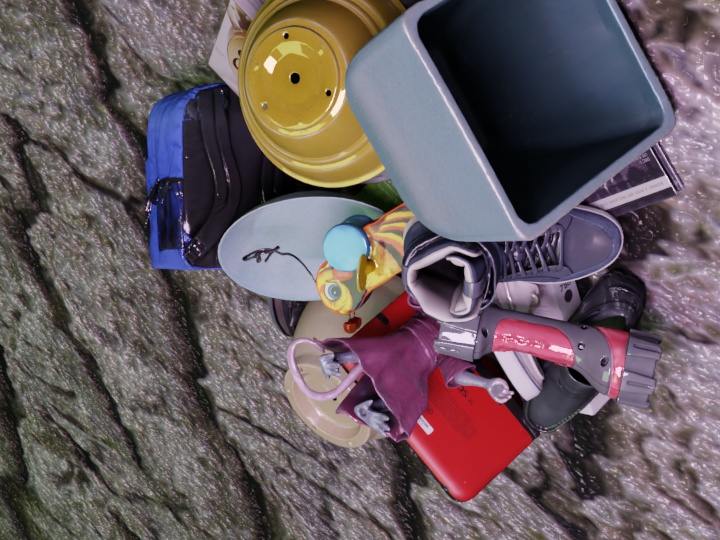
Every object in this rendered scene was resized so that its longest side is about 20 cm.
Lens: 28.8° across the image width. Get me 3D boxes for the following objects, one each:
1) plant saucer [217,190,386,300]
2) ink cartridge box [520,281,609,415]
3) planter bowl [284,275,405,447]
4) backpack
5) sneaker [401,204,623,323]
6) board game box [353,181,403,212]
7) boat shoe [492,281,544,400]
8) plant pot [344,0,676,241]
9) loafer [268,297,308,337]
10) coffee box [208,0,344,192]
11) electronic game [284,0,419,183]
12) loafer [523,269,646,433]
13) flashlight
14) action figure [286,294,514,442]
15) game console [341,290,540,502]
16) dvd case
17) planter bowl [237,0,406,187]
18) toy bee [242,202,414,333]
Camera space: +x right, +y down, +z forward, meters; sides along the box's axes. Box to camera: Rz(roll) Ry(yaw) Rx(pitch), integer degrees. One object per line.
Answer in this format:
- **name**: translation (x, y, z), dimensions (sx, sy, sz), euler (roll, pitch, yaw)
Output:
- **plant saucer**: translation (-0.051, -0.034, 1.472), dimensions (0.202, 0.198, 0.039), euler (116, 155, -55)
- **ink cartridge box**: translation (0.180, 0.048, 1.406), dimensions (0.099, 0.039, 0.202), euler (10, 129, 47)
- **planter bowl**: translation (-0.003, 0.113, 1.588), dimensions (0.199, 0.135, 0.202), euler (26, 140, 24)
- **backpack**: translation (-0.168, -0.105, 1.560), dimensions (0.167, 0.161, 0.203), euler (2, 95, 51)
- **sneaker**: translation (0.132, -0.006, 1.219), dimensions (0.199, 0.146, 0.078), euler (-3, 106, 7)
- **board game box**: translation (0.058, -0.072, 1.458), dimensions (0.096, 0.030, 0.200), euler (52, 151, 1)
- **boat shoe**: translation (0.138, 0.022, 1.329), dimensions (0.072, 0.065, 0.202), euler (2, -115, -81)
- **plant pot**: translation (0.098, -0.141, 1.167), dimensions (0.198, 0.195, 0.199), euler (59, 152, -9)
- **loafer**: translation (-0.068, 0.009, 1.660), dimensions (0.063, 0.072, 0.202), euler (25, 136, 30)
- **coffee box**: translation (-0.054, -0.191, 1.436), dimensions (0.200, 0.080, 0.113), euler (48, 148, 8)
- **electronic game**: translation (0.002, -0.183, 1.329), dimensions (0.198, 0.042, 0.203), euler (3, 97, 24)
- **loafer**: translation (0.206, 0.087, 1.330), dimensions (0.068, 0.071, 0.202), euler (26, 128, -1)
- **flashlight**: translation (0.165, 0.071, 1.246), dimensions (0.197, 0.069, 0.068), euler (11, 176, 8)
- **action figure**: translation (0.053, 0.084, 1.363), dimensions (0.148, 0.199, 0.135), euler (-3, 114, 45)
- **game console**: translation (0.085, 0.123, 1.457), dimensions (0.200, 0.172, 0.119), euler (49, 158, 5)
- **dvd case**: translation (0.184, -0.137, 1.244), dimensions (0.148, 0.016, 0.201), euler (-21, 103, 56)
- **planter bowl**: translation (-0.044, -0.176, 1.282), dimensions (0.198, 0.083, 0.203), euler (3, 97, 24)
- **toy bee**: translation (0.000, 0.000, 1.391), dimensions (0.199, 0.131, 0.110), euler (-16, 98, 39)
